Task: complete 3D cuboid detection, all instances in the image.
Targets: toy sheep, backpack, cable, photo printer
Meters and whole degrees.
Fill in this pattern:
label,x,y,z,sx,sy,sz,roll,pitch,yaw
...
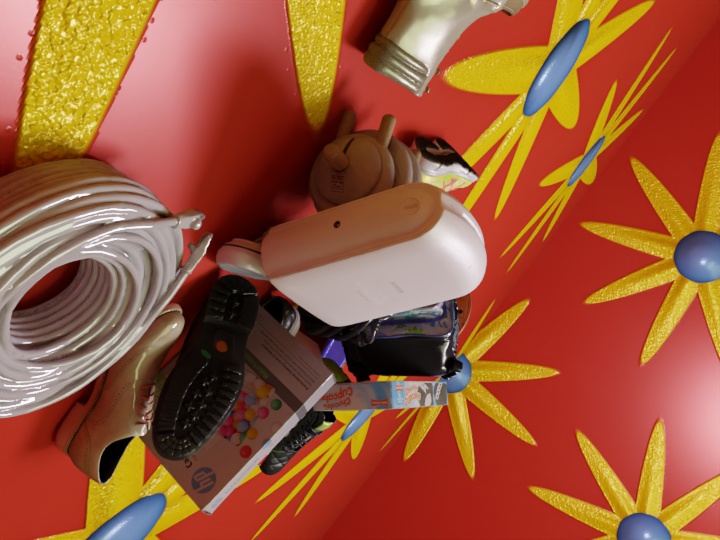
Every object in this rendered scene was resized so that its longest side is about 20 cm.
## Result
label,x,y,z,sx,sy,sz,roll,pitch,yaw
toy sheep,0.007,-0.095,0.691,0.138,0.138,0.200,-52,148,5
backpack,0.062,0.054,0.976,0.201,0.181,0.148,-81,166,-57
cable,0.000,0.000,0.803,0.051,0.162,0.202,37,65,-38
cable,-0.222,0.013,0.450,0.201,0.069,0.200,-53,160,10
photo printer,0.025,-0.011,0.637,0.198,0.070,0.166,-15,152,19

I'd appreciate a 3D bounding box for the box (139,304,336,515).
label,x,y,z,sx,sy,sz,roll,pitch,yaw
box,-0.151,0.145,0.722,0.200,0.156,0.041,-44,158,-16

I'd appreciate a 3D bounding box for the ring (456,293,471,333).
label,x,y,z,sx,sy,sz,roll,pitch,yaw
ring,0.093,0.068,1.079,0.200,0.200,0.019,-43,139,-20

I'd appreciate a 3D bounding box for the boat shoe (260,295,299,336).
label,x,y,z,sx,sy,sz,roll,pitch,yaw
boat shoe,-0.154,0.113,0.798,0.200,0.070,0.066,-46,153,-15

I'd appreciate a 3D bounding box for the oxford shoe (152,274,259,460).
label,x,y,z,sx,sy,sz,roll,pitch,yaw
oxford shoe,-0.163,0.107,0.658,0.084,0.072,0.201,-42,-156,49

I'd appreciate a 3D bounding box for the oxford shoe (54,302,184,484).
label,x,y,z,sx,sy,sz,roll,pitch,yaw
oxford shoe,-0.226,0.124,0.634,0.201,0.074,0.071,-56,160,13

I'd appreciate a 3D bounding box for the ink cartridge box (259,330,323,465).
label,x,y,z,sx,sy,sz,roll,pitch,yaw
ink cartridge box,-0.137,0.186,0.888,0.201,0.067,0.116,-53,-163,7

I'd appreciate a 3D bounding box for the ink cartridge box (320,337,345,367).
label,x,y,z,sx,sy,sz,roll,pitch,yaw
ink cartridge box,-0.071,0.193,1.060,0.199,0.043,0.200,-61,175,3

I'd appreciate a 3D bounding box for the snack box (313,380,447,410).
label,x,y,z,sx,sy,sz,roll,pitch,yaw
snack box,0.034,0.174,0.873,0.200,0.115,0.038,19,66,-60

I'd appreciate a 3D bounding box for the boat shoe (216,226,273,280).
label,x,y,z,sx,sy,sz,roll,pitch,yaw
boat shoe,-0.094,-0.019,0.709,0.200,0.073,0.067,26,75,-70

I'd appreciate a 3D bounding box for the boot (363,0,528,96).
label,x,y,z,sx,sy,sz,roll,pitch,yaw
boot,0.092,-0.259,0.658,0.199,0.072,0.155,-9,134,-56

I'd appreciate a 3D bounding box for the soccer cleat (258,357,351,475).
label,x,y,z,sx,sy,sz,roll,pitch,yaw
soccer cleat,-0.086,0.225,0.931,0.067,0.081,0.201,27,94,-50

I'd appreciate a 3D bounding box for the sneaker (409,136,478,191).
label,x,y,z,sx,sy,sz,roll,pitch,yaw
sneaker,0.103,-0.139,0.921,0.090,0.078,0.199,-50,158,24
